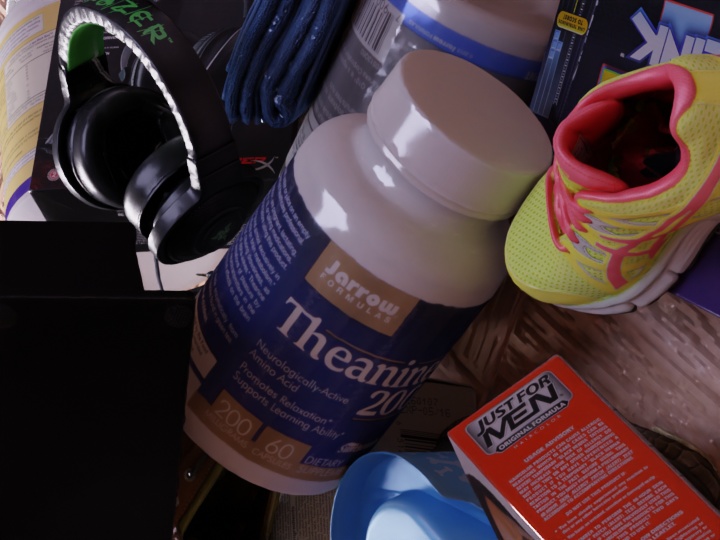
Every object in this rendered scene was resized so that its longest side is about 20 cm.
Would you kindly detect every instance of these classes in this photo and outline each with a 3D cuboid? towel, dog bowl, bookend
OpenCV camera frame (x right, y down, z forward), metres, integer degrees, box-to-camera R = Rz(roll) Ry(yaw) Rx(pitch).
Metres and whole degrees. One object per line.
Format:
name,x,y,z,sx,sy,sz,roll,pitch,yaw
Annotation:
towel,-0.011,-0.154,1.240,0.112,0.048,0.200,-64,-6,31
dog bowl,0.062,0.160,1.080,0.200,0.050,0.112,47,136,35
bookend,-0.143,0.048,1.130,0.200,0.092,0.199,-111,25,-58

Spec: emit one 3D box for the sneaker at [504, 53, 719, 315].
sneaker,0.105,-0.042,0.965,0.200,0.090,0.078,-38,53,53

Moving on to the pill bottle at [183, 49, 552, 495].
pill bottle,0.000,0.000,1.100,0.200,0.111,0.111,-54,38,29

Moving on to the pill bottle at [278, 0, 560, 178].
pill bottle,0.026,-0.059,1.196,0.200,0.114,0.114,-65,33,26

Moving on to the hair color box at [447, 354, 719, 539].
hair color box,0.121,0.131,0.928,0.061,0.102,0.200,-34,44,-8

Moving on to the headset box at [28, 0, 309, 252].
headset box,-0.095,-0.114,1.358,0.077,0.148,0.200,68,-156,-59

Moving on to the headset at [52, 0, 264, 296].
headset,-0.092,-0.054,1.216,0.123,0.094,0.200,36,143,40

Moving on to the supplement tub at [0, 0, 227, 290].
supplement tub,-0.152,-0.096,1.489,0.145,0.145,0.200,-43,46,47

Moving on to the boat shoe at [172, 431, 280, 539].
boat shoe,-0.086,0.141,1.226,0.068,0.072,0.200,36,119,48

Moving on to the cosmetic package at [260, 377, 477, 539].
cosmetic package,-0.019,0.131,1.258,0.200,0.073,0.104,-32,55,53

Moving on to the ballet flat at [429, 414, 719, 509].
ballet flat,0.099,0.084,1.091,0.046,0.067,0.200,-45,17,-24

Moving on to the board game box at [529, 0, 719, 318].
board game box,0.151,-0.077,1.042,0.200,0.057,0.166,31,107,59
